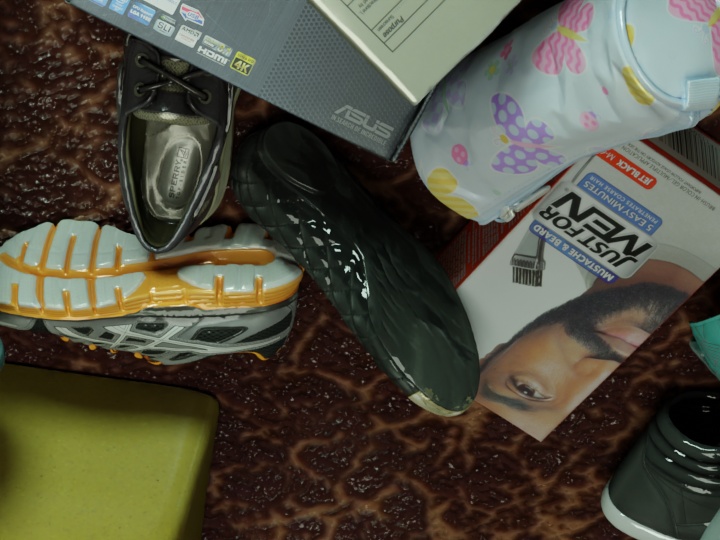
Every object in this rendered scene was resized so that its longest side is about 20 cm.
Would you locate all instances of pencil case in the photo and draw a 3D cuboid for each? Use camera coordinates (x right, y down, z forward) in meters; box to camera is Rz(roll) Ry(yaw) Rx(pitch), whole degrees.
[{"bbox_3d":[0.108,-0.092,1.247,0.083,0.091,0.200,11,157,-31],"label":"pencil case"}]

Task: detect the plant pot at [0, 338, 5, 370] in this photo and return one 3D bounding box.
[{"bbox_3d":[-0.296,-0.041,1.291,0.200,0.200,0.197,2,109,3],"label":"plant pot"}]

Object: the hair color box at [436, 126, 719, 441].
[{"bbox_3d":[0.124,-0.005,1.366,0.111,0.064,0.200,31,122,-17],"label":"hair color box"}]

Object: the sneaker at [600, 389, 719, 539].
[{"bbox_3d":[0.255,0.135,1.447,0.200,0.071,0.099,15,129,-1],"label":"sneaker"}]

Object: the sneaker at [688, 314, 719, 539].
[{"bbox_3d":[0.226,0.081,1.360,0.121,0.200,0.084,48,149,-12],"label":"sneaker"}]

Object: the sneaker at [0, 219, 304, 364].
[{"bbox_3d":[-0.132,0.021,1.398,0.200,0.078,0.077,2,134,5],"label":"sneaker"}]

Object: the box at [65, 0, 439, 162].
[{"bbox_3d":[-0.034,-0.170,1.243,0.200,0.051,0.158,26,101,-14],"label":"box"}]

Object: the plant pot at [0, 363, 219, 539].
[{"bbox_3d":[-0.201,0.198,1.448,0.194,0.200,0.196,8,126,-2],"label":"plant pot"}]

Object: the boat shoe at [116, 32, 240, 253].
[{"bbox_3d":[-0.100,-0.099,1.315,0.072,0.065,0.200,9,124,1],"label":"boat shoe"}]

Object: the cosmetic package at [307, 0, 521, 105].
[{"bbox_3d":[-0.011,-0.189,1.176,0.105,0.071,0.200,-43,106,3],"label":"cosmetic package"}]

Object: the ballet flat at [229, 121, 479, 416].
[{"bbox_3d":[0.000,0.000,1.348,0.200,0.066,0.057,53,146,8],"label":"ballet flat"}]
